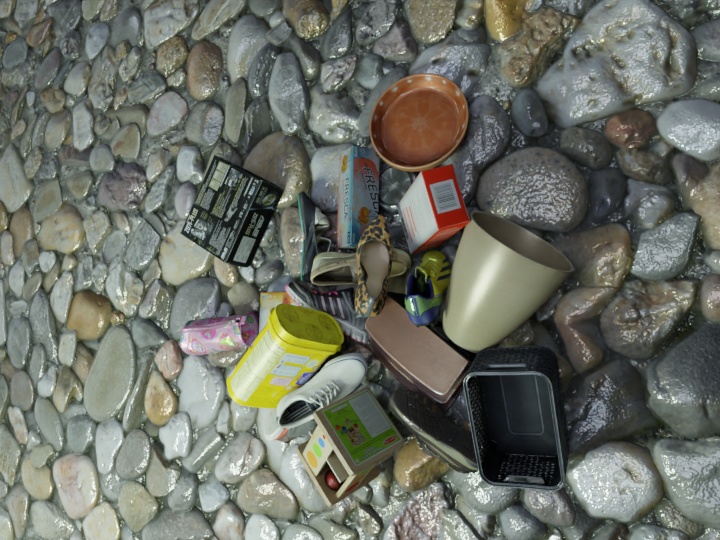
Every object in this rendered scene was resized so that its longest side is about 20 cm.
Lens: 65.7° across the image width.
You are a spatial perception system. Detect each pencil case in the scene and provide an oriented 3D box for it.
[{"bbox_3d":[-0.309,0.139,1.242,0.198,0.087,0.089,-11,78,29],"label":"pencil case"}]

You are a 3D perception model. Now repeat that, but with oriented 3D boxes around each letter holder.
[{"bbox_3d":[0.098,0.156,1.022,0.200,0.100,0.143,39,103,26],"label":"letter holder"}]

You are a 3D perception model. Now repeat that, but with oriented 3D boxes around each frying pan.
[{"bbox_3d":[0.074,-0.130,1.116,0.114,0.031,0.193,-8,77,28],"label":"frying pan"}]

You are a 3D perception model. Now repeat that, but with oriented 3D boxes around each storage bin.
[{"bbox_3d":[0.253,0.234,0.894,0.134,0.094,0.203,-6,105,26],"label":"storage bin"}]

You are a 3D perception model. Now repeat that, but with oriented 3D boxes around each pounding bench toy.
[{"bbox_3d":[0.003,0.317,1.044,0.125,0.198,0.157,51,137,26],"label":"pounding bench toy"}]

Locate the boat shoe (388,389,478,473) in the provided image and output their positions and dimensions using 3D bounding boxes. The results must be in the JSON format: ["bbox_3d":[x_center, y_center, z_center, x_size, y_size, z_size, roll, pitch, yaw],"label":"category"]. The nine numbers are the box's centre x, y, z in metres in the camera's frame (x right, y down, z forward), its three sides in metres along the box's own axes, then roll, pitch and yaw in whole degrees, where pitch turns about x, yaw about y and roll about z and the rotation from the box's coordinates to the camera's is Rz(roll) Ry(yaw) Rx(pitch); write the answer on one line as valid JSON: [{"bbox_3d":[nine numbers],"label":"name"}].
[{"bbox_3d":[0.127,0.292,0.982,0.199,0.074,0.074,37,129,11],"label":"boat shoe"}]

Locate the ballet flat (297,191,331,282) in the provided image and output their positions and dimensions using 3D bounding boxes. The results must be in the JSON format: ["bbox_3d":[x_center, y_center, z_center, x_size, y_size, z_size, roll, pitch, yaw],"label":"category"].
[{"bbox_3d":[-0.095,-0.073,1.179,0.072,0.073,0.203,-12,72,25],"label":"ballet flat"}]

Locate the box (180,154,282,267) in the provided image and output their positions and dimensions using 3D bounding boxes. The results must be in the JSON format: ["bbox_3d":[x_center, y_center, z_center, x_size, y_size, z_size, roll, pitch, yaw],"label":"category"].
[{"bbox_3d":[-0.295,-0.134,1.274,0.163,0.086,0.202,28,96,28],"label":"box"}]

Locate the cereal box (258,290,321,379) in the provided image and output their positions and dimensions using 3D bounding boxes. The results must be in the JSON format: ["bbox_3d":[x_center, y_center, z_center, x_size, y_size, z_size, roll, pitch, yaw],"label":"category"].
[{"bbox_3d":[-0.150,0.146,1.185,0.142,0.039,0.203,-3,81,25],"label":"cereal box"}]

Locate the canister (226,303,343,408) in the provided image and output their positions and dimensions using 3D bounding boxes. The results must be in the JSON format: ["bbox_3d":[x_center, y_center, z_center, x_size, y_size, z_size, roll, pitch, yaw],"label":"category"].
[{"bbox_3d":[-0.145,0.167,1.048,0.201,0.147,0.087,-51,44,25],"label":"canister"}]

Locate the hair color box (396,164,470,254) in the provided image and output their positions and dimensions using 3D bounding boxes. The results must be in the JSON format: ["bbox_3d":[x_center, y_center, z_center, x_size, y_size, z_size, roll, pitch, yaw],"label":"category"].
[{"bbox_3d":[0.122,-0.101,0.982,0.060,0.200,0.103,-14,83,-10],"label":"hair color box"}]

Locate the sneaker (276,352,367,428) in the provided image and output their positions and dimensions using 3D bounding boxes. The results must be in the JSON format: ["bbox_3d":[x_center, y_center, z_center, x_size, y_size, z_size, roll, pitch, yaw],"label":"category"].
[{"bbox_3d":[-0.069,0.228,1.017,0.199,0.071,0.073,-37,104,10],"label":"sneaker"}]

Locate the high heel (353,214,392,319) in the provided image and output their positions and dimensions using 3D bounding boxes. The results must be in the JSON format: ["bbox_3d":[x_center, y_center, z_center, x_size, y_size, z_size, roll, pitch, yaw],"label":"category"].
[{"bbox_3d":[0.029,-0.014,0.978,0.070,0.143,0.203,12,80,-6],"label":"high heel"}]

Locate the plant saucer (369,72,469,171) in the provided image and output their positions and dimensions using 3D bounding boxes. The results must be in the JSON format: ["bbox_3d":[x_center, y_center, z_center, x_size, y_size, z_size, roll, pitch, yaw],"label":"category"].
[{"bbox_3d":[0.115,-0.289,1.097,0.198,0.032,0.203,-4,76,17],"label":"plant saucer"}]

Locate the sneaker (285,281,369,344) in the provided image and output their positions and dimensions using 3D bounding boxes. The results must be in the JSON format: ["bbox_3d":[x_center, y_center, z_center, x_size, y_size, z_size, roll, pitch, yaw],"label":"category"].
[{"bbox_3d":[-0.053,0.064,1.113,0.198,0.074,0.088,29,83,5],"label":"sneaker"}]

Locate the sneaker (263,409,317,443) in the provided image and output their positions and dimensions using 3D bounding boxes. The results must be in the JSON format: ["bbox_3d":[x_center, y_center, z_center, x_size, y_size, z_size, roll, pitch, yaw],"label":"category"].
[{"bbox_3d":[-0.106,0.288,1.128,0.199,0.082,0.078,-35,37,25],"label":"sneaker"}]

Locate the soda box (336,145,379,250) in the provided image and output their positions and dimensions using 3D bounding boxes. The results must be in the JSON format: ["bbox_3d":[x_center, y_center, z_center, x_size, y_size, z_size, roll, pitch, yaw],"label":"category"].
[{"bbox_3d":[-0.004,-0.143,1.123,0.068,0.063,0.203,-11,76,62],"label":"soda box"}]

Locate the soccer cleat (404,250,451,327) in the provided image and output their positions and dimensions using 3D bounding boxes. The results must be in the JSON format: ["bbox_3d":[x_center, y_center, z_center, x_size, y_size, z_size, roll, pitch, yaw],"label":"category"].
[{"bbox_3d":[0.121,0.013,0.989,0.064,0.201,0.084,-8,123,23],"label":"soccer cleat"}]

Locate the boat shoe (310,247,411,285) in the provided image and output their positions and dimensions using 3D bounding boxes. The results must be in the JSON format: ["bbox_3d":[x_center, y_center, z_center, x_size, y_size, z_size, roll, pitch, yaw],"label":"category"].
[{"bbox_3d":[0.000,0.000,1.085,0.197,0.073,0.065,-2,40,10],"label":"boat shoe"}]

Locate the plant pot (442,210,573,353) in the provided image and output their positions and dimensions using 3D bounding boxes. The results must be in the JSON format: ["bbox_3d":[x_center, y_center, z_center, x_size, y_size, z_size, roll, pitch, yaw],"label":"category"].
[{"bbox_3d":[0.223,0.034,0.943,0.187,0.186,0.202,37,114,26],"label":"plant pot"}]
